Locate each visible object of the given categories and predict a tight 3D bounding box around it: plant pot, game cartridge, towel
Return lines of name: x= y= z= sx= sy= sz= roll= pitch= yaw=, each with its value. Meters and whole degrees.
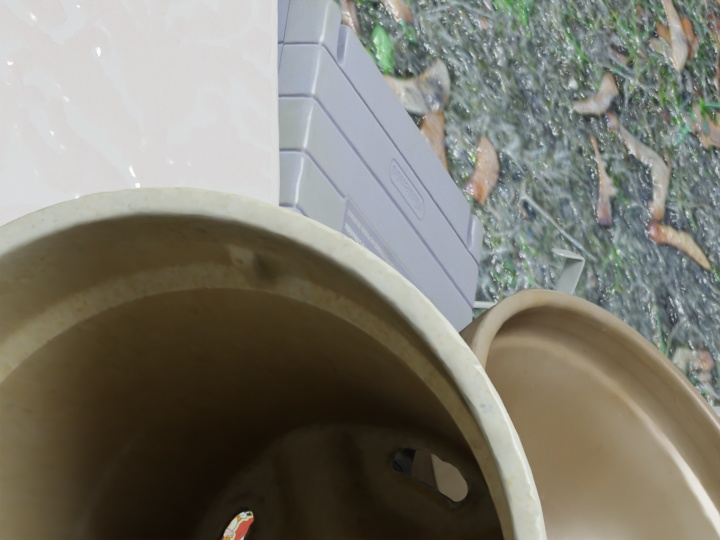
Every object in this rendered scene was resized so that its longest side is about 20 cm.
plant pot: x=-0.028 y=0.095 z=0.542 sx=0.183 sy=0.199 sz=0.202 roll=33 pitch=41 yaw=-70
game cartridge: x=0.000 y=0.000 z=0.754 sx=0.200 sy=0.038 sz=0.130 roll=51 pitch=48 yaw=-59
towel: x=-0.102 y=-0.076 z=0.596 sx=0.199 sy=0.032 sz=0.192 roll=25 pitch=53 yaw=-41
plant pot: x=0.080 y=0.115 z=0.754 sx=0.200 sy=0.093 sz=0.202 roll=35 pitch=34 yaw=-29

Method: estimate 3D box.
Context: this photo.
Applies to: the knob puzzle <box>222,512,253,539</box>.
knob puzzle: x=-0.103 y=0.078 z=0.717 sx=0.219 sy=0.030 sz=0.221 roll=23 pitch=46 yaw=-25

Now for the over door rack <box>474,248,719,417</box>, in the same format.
over door rack: x=0.072 y=0.053 z=0.940 sx=0.199 sy=0.148 sz=0.067 roll=-8 pitch=117 yaw=-36
